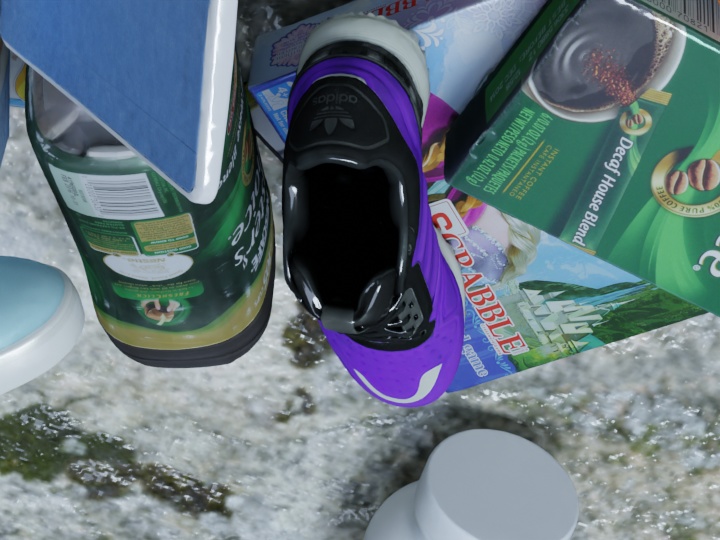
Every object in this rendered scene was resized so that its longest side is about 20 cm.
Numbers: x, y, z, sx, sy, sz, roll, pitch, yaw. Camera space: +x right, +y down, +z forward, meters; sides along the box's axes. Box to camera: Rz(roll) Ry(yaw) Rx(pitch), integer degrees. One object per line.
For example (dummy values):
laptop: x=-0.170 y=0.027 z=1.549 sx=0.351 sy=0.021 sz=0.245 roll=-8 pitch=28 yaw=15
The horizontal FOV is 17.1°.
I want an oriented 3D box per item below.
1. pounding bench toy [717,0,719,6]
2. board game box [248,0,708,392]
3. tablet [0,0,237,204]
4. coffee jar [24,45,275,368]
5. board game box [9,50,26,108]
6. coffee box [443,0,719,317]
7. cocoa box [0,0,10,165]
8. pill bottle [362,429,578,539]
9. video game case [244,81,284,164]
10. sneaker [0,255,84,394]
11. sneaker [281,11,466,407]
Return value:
pounding bench toy: x=0.181 y=-0.148 z=0.884 sx=0.156 sy=0.201 sz=0.124 roll=-33 pitch=121 yaw=29
board game box: x=0.084 y=-0.051 z=1.052 sx=0.198 sy=0.041 sz=0.200 roll=-19 pitch=127 yaw=21
tablet: x=-0.091 y=-0.117 z=0.874 sx=0.014 sy=0.200 sz=0.131 roll=-6 pitch=115 yaw=-28
coffee jar: x=-0.086 y=-0.039 z=1.043 sx=0.085 sy=0.105 sz=0.200 roll=-1 pitch=152 yaw=4
board game box: x=-0.209 y=-0.140 z=1.046 sx=0.198 sy=0.034 sz=0.135 roll=7 pitch=131 yaw=0
coffee box: x=0.150 y=-0.045 z=0.992 sx=0.199 sy=0.044 sz=0.123 roll=26 pitch=128 yaw=-17
cocoa box: x=-0.213 y=-0.097 z=0.971 sx=0.130 sy=0.134 sz=0.201 roll=7 pitch=132 yaw=-1
pill bottle: x=0.045 y=0.179 z=1.244 sx=0.111 sy=0.112 sz=0.201 roll=15 pitch=131 yaw=-6
video game case: x=0.073 y=-0.053 z=1.096 sx=0.180 sy=0.026 sz=0.200 roll=-28 pitch=123 yaw=27
sneaker: x=-0.208 y=0.005 z=0.923 sx=0.198 sy=0.074 sz=0.082 roll=-1 pitch=137 yaw=3
sneaker: x=-0.001 y=0.000 z=1.010 sx=0.069 sy=0.100 sz=0.201 roll=-2 pitch=131 yaw=12
